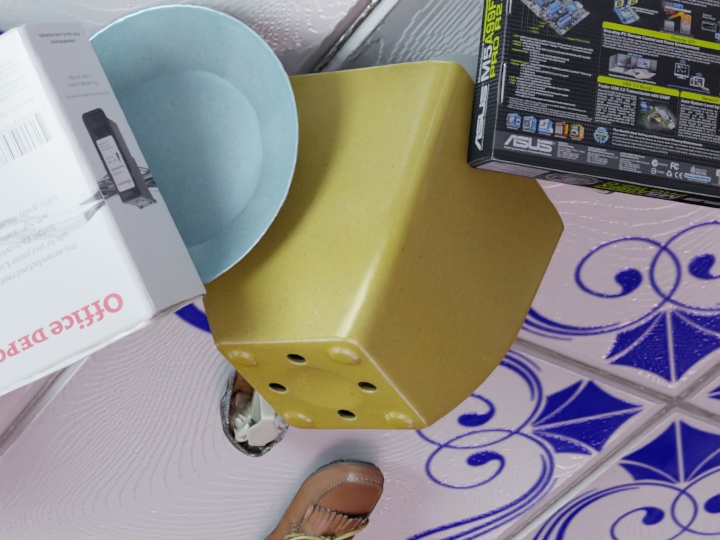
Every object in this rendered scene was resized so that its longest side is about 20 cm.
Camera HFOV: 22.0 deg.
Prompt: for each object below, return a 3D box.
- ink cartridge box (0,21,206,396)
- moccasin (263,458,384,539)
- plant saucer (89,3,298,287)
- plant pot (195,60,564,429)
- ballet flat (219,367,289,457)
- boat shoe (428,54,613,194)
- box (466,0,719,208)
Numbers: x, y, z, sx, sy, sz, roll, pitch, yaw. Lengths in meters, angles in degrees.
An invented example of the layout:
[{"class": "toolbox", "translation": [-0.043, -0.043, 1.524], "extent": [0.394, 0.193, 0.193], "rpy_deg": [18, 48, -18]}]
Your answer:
[{"class": "ink cartridge box", "translation": [-0.210, -0.037, 1.178], "extent": [0.145, 0.200, 0.083], "rpy_deg": [-25, 180, 21]}, {"class": "moccasin", "translation": [-0.040, 0.241, 1.677], "extent": [0.074, 0.078, 0.201], "rpy_deg": [21, 131, -29]}, {"class": "plant saucer", "translation": [-0.127, -0.077, 1.240], "extent": [0.201, 0.201, 0.039], "rpy_deg": [-22, 162, 15]}, {"class": "plant pot", "translation": [0.000, 0.000, 1.277], "extent": [0.194, 0.200, 0.196], "rpy_deg": [-3, 145, 32]}, {"class": "ballet flat", "translation": [-0.073, 0.084, 1.504], "extent": [0.072, 0.072, 0.200], "rpy_deg": [2, 137, -12]}, {"class": "boat shoe", "translation": [0.119, -0.096, 1.331], "extent": [0.200, 0.071, 0.064], "rpy_deg": [16, 132, -27]}, {"class": "box", "translation": [0.177, -0.134, 1.236], "extent": [0.200, 0.160, 0.044], "rpy_deg": [8, 173, -18]}]
